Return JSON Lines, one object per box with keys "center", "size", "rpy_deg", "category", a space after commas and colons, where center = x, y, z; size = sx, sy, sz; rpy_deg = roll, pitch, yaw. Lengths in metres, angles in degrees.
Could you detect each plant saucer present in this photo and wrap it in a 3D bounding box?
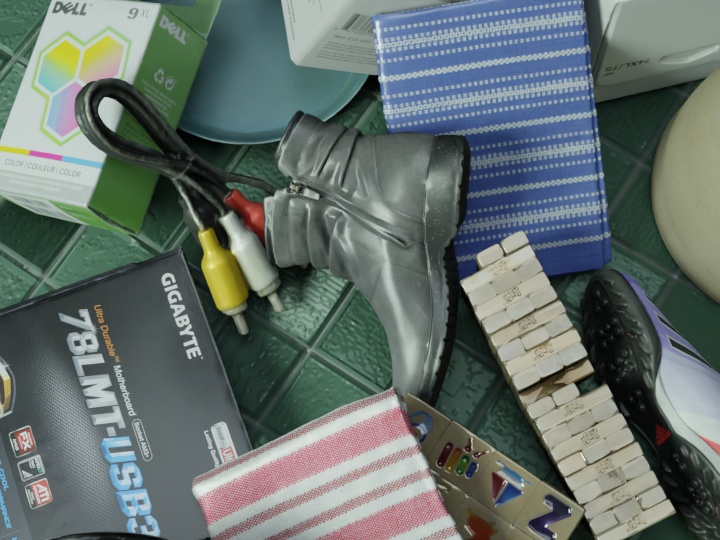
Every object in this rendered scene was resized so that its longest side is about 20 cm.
{"center": [-0.081, -0.180, 1.005], "size": [0.198, 0.027, 0.202], "rpy_deg": [0, 69, 1], "category": "plant saucer"}

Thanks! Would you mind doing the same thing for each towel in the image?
{"center": [0.091, -0.083, 0.913], "size": [0.143, 0.024, 0.202], "rpy_deg": [-9, 109, -1], "category": "towel"}
{"center": [-0.003, 0.189, 0.830], "size": [0.145, 0.030, 0.202], "rpy_deg": [-24, 88, 6], "category": "towel"}

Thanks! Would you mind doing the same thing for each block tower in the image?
{"center": [0.129, 0.078, 0.880], "size": [0.054, 0.058, 0.201], "rpy_deg": [-27, 78, 0], "category": "block tower"}

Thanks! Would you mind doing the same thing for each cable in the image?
{"center": [-0.101, -0.058, 0.899], "size": [0.050, 0.201, 0.097], "rpy_deg": [8, 49, 47], "category": "cable"}

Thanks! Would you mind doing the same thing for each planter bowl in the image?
{"center": [0.307, -0.076, 0.909], "size": [0.198, 0.135, 0.202], "rpy_deg": [0, 70, 0], "category": "planter bowl"}

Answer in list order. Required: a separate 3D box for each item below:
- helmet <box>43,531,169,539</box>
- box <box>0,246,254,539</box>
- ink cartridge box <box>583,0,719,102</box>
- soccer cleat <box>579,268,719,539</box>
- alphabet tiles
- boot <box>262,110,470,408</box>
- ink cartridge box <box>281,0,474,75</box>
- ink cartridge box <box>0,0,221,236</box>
{"center": [-0.149, 0.253, 0.762], "size": [0.198, 0.191, 0.202], "rpy_deg": [18, 48, -21], "category": "helmet"}
{"center": [-0.176, 0.110, 0.890], "size": [0.197, 0.050, 0.202], "rpy_deg": [-19, 72, -6], "category": "box"}
{"center": [0.209, -0.250, 0.965], "size": [0.145, 0.146, 0.202], "rpy_deg": [-13, 70, -4], "category": "ink cartridge box"}
{"center": [0.215, 0.085, 0.895], "size": [0.073, 0.068, 0.201], "rpy_deg": [-14, 65, -30], "category": "soccer cleat"}
{"center": [0.069, 0.201, 0.846], "size": [0.199, 0.008, 0.168], "rpy_deg": [33, 94, 11], "category": "alphabet tiles"}
{"center": [0.000, 0.000, 0.898], "size": [0.130, 0.070, 0.202], "rpy_deg": [6, 95, 9], "category": "boot"}
{"center": [0.053, -0.213, 0.901], "size": [0.143, 0.200, 0.085], "rpy_deg": [2, 67, -31], "category": "ink cartridge box"}
{"center": [-0.174, -0.133, 0.935], "size": [0.103, 0.059, 0.202], "rpy_deg": [12, 78, 33], "category": "ink cartridge box"}
